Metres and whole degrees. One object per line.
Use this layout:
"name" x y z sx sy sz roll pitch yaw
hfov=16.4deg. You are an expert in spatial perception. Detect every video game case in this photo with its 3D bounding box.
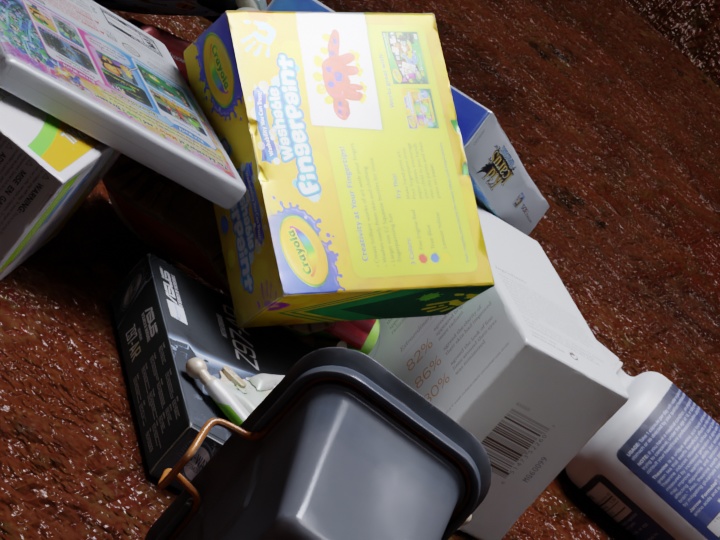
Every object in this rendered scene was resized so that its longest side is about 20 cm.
"video game case" 0.033 -0.114 1.863 0.200 0.046 0.181 35 -6 26
"video game case" -0.176 -0.133 1.597 0.200 0.024 0.182 29 20 -39

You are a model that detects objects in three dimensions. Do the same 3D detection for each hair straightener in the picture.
"hair straightener" -0.209 -0.189 2.010 0.200 0.041 0.077 14 6 -44

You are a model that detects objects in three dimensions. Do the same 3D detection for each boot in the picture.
"boot" -0.097 -0.024 1.736 0.200 0.075 0.107 39 -18 2

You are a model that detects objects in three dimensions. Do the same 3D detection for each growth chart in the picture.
"growth chart" -0.012 0.113 1.576 0.145 0.018 0.200 51 20 26

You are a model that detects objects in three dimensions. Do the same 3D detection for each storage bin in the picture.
"storage bin" -0.045 0.156 1.298 0.145 0.200 0.134 38 28 -8

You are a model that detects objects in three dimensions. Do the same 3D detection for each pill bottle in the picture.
"pill bottle" 0.232 0.151 1.957 0.200 0.111 0.111 42 18 3

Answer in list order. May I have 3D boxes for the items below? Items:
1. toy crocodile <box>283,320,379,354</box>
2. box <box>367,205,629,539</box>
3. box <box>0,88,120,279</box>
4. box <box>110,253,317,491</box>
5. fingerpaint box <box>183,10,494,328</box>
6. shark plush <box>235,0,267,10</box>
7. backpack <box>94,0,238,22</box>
"toy crocodile" 0.000 0.000 1.770 0.067 0.201 0.062 30 -17 -33
"box" 0.076 0.065 1.781 0.106 0.152 0.200 29 22 -33
"box" -0.226 -0.070 1.565 0.101 0.113 0.200 40 17 -1
"box" -0.074 0.090 1.603 0.160 0.044 0.200 31 21 -28
"fingerpaint box" -0.016 -0.069 1.680 0.166 0.073 0.201 -3 73 -31
"shark plush" -0.064 -0.150 2.004 0.083 0.091 0.200 20 -24 28
"backpack" -0.184 -0.293 2.024 0.190 0.201 0.154 1 -6 29
